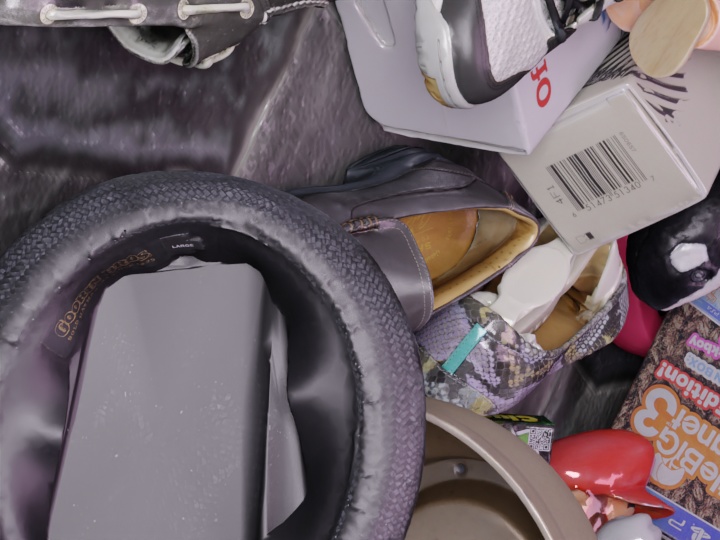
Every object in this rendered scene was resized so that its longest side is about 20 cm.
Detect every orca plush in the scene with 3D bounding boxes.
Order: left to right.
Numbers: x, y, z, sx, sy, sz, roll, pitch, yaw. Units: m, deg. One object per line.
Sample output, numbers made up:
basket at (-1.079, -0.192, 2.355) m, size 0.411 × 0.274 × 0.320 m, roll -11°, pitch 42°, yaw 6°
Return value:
orca plush at (0.201, -0.066, 1.388) m, size 0.200 × 0.105 × 0.071 m, roll -31°, pitch 140°, yaw 4°

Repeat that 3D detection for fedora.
fedora at (-0.067, 0.064, 1.095) m, size 0.092 × 0.201 × 0.201 m, roll 72°, pitch 32°, yaw -88°

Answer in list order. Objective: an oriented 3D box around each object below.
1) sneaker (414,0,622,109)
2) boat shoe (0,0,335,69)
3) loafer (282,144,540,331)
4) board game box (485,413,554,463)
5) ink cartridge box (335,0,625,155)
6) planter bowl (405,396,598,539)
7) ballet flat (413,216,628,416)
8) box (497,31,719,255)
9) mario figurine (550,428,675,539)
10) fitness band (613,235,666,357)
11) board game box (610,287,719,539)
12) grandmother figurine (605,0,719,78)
sneaker at (0.097, -0.139, 1.157) m, size 0.200 × 0.088 × 0.076 m, roll -54°, pitch 143°, yaw -28°
boat shoe at (-0.072, -0.109, 1.079) m, size 0.200 × 0.071 × 0.064 m, roll 2°, pitch 98°, yaw -50°
loafer at (0.000, 0.000, 1.225) m, size 0.200 × 0.072 × 0.073 m, roll -36°, pitch 131°, yaw -46°
board game box at (0.024, 0.161, 1.313) m, size 0.023 × 0.105 × 0.200 m, roll -137°, pitch -128°, yaw -74°
ink cartridge box at (0.074, -0.169, 1.271) m, size 0.200 × 0.086 × 0.146 m, roll -52°, pitch 141°, yaw -36°
planter bowl at (0.021, 0.141, 1.206) m, size 0.135 × 0.200 × 0.200 m, roll -11°, pitch 111°, yaw -65°
ballet flat at (0.088, 0.008, 1.344) m, size 0.200 × 0.072 × 0.072 m, roll -37°, pitch 132°, yaw -59°
box at (0.138, -0.098, 1.347) m, size 0.068 × 0.082 × 0.200 m, roll 52°, pitch 37°, yaw -18°
mario figurine at (0.101, 0.172, 1.412) m, size 0.106 × 0.123 × 0.200 m, roll 39°, pitch 72°, yaw -42°
fitness band at (0.161, -0.048, 1.506) m, size 0.144 × 0.037 × 0.200 m, roll -45°, pitch 136°, yaw -37°
board game box at (0.226, 0.044, 1.509) m, size 0.159 × 0.097 × 0.200 m, roll -1°, pitch 118°, yaw -63°
grandmother figurine at (0.183, -0.122, 1.299) m, size 0.200 × 0.061 × 0.121 m, roll 2°, pitch 68°, yaw -49°
